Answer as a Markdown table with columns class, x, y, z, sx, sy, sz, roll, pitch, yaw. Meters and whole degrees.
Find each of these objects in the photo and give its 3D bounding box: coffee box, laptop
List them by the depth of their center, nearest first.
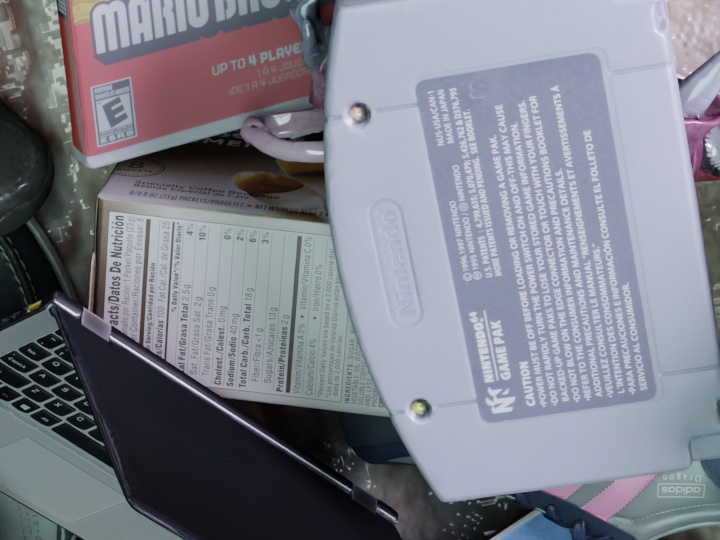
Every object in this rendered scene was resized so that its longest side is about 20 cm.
| class | x | y | z | sx | sy | sz | roll | pitch | yaw |
| --- | --- | --- | --- | --- | --- | --- | --- | --- | --- |
| laptop | -0.075 | 0.106 | 1.025 | 0.199 | 0.116 | 0.187 | -24 | 133 | 39 |
| coffee box | 0.000 | 0.000 | 1.076 | 0.199 | 0.114 | 0.080 | 7 | 109 | 5 |

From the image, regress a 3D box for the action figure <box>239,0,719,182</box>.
| class | x | y | z | sx | sy | sz | roll | pitch | yaw |
| --- | --- | --- | --- | --- | --- | --- | --- | --- | --- |
| action figure | 0.076 | -0.064 | 1.028 | 0.199 | 0.134 | 0.149 | 27 | 98 | -17 |

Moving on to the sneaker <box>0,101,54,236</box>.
| class | x | y | z | sx | sy | sz | roll | pitch | yaw |
| --- | --- | --- | --- | --- | --- | --- | --- | --- | --- |
| sneaker | -0.214 | -0.082 | 1.066 | 0.199 | 0.076 | 0.116 | 20 | 151 | -1 |

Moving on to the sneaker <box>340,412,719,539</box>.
| class | x | y | z | sx | sy | sz | roll | pitch | yaw |
| --- | --- | --- | --- | --- | --- | --- | --- | --- | --- |
| sneaker | 0.090 | 0.087 | 1.109 | 0.199 | 0.070 | 0.083 | 1 | 91 | 7 |

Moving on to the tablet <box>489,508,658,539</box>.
| class | x | y | z | sx | sy | sz | roll | pitch | yaw |
| --- | --- | --- | --- | --- | --- | --- | --- | --- | --- |
| tablet | 0.107 | 0.191 | 1.102 | 0.130 | 0.014 | 0.200 | -32 | 71 | -16 |

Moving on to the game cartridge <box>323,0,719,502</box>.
| class | x | y | z | sx | sy | sz | roll | pitch | yaw |
| --- | --- | --- | --- | --- | --- | --- | --- | --- | --- |
| game cartridge | 0.057 | -0.015 | 0.977 | 0.132 | 0.041 | 0.201 | -9 | 113 | 5 |

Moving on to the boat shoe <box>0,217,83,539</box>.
| class | x | y | z | sx | sy | sz | roll | pitch | yaw |
| --- | --- | --- | --- | --- | --- | --- | --- | --- | --- |
| boat shoe | -0.150 | 0.063 | 1.139 | 0.075 | 0.060 | 0.201 | -11 | 106 | 8 |

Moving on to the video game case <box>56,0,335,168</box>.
| class | x | y | z | sx | sy | sz | roll | pitch | yaw |
| --- | --- | --- | --- | --- | --- | --- | --- | --- | --- |
| video game case | -0.052 | -0.148 | 1.030 | 0.142 | 0.017 | 0.201 | -17 | 119 | -23 |
